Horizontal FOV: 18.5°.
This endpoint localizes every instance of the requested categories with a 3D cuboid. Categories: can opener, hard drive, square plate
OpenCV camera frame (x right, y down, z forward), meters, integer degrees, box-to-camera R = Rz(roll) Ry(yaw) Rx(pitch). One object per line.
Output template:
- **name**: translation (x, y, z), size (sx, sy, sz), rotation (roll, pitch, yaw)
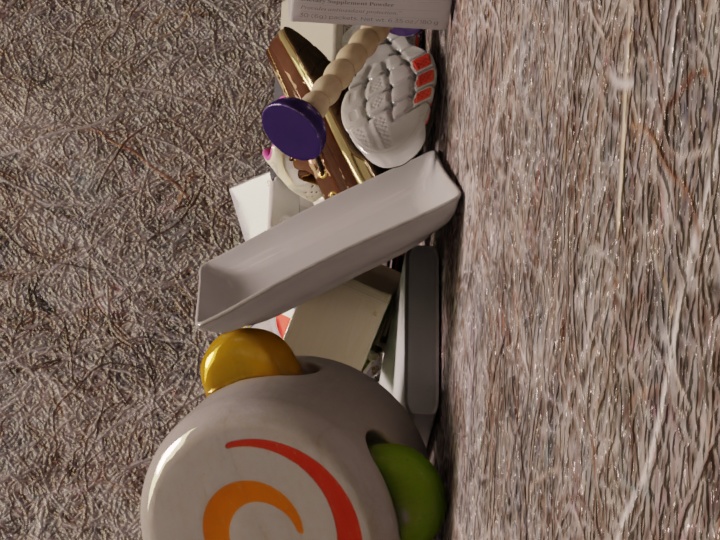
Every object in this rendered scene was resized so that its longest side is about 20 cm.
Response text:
- **can opener**: translation (-0.056, -0.082, 1.818), size (0.066, 0.052, 0.202), rotation (-22, 58, 52)
- **hard drive**: translation (0.034, 0.088, 1.635), size (0.200, 0.026, 0.133), rotation (99, 173, -61)
- **square plate**: translation (-0.023, -0.018, 1.551), size (0.029, 0.197, 0.200), rotation (64, -178, -12)

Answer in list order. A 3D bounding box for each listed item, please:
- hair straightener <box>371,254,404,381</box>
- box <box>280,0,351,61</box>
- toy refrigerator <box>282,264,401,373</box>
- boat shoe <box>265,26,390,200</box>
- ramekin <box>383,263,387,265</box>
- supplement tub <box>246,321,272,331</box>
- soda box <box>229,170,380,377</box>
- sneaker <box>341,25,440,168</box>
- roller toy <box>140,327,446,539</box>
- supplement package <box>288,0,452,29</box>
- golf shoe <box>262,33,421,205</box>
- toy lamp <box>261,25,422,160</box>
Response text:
- **hair straightener**: translation (0.000, 0.000, 1.824), size (0.041, 0.076, 0.202), rotation (-172, 85, -81)
- **box**: translation (-0.016, -0.140, 1.909), size (0.077, 0.095, 0.202), rotation (-18, 61, 44)
- **toy refrigerator**: translation (-0.008, 0.035, 1.697), size (0.200, 0.069, 0.077), rotation (-39, -29, -84)
- **boat shoe**: translation (-0.026, -0.096, 1.701), size (0.201, 0.067, 0.072), rotation (61, -159, 17)
- **ramekin**: translation (-0.023, -0.065, 2.081), size (0.200, 0.097, 0.203), rotation (-177, 90, -86)
- **supplement tub**: translation (-0.063, 0.097, 2.181), size (0.200, 0.143, 0.146), rotation (-115, 28, -81)
- **soda box**: translation (-0.045, 0.010, 1.934), size (0.063, 0.068, 0.202), rotation (-19, 88, 44)
- **sneaker**: translation (0.034, -0.124, 1.674), size (0.201, 0.076, 0.082), rotation (-91, -21, -56)
- **roller toy**: translation (-0.048, 0.156, 1.501), size (0.183, 0.199, 0.140), rotation (-62, -8, 21)
- **supplement package**: translation (0.013, -0.282, 1.554), size (0.201, 0.120, 0.121), rotation (97, 174, -52)
- **golf shoe**: translation (-0.013, -0.144, 1.787), size (0.075, 0.091, 0.201), rotation (-37, 28, 58)
- **toy lamp**: translation (-0.002, -0.162, 1.623), size (0.200, 0.058, 0.058), rotation (-51, -19, -35)
